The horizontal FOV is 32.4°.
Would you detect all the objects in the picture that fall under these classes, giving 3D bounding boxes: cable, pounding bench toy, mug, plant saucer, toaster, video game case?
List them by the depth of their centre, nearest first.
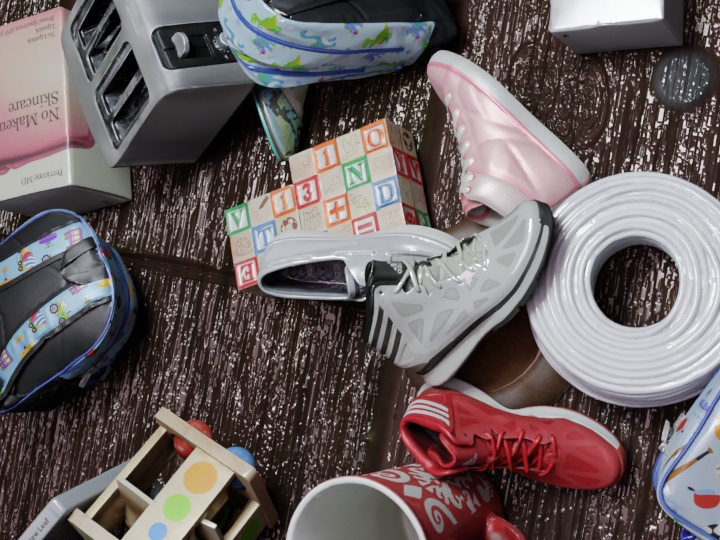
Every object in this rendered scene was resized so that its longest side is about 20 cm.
[{"bbox_3d":[0.239,0.017,1.061,0.200,0.069,0.200,-45,70,5],"label":"cable"},{"bbox_3d":[0.057,0.242,1.068,0.177,0.200,0.134,32,104,23],"label":"mug"},{"bbox_3d":[0.115,0.045,1.160,0.199,0.037,0.202,-3,83,27],"label":"plant saucer"},{"bbox_3d":[-0.167,0.255,1.237,0.124,0.201,0.156,29,65,24],"label":"pounding bench toy"},{"bbox_3d":[-0.309,0.274,1.257,0.022,0.200,0.182,43,104,8],"label":"video game case"},{"bbox_3d":[-0.209,-0.217,1.271,0.200,0.118,0.182,-41,65,48],"label":"toaster"}]

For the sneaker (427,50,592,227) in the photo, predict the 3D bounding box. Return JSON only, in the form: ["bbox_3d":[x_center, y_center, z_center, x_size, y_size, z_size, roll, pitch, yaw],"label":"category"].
[{"bbox_3d":[0.109,-0.113,1.149,0.105,0.075,0.200,-43,70,-3],"label":"sneaker"}]

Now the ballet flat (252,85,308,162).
[{"bbox_3d":[-0.091,-0.209,1.281,0.074,0.074,0.201,-29,75,21],"label":"ballet flat"}]

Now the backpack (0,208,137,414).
[{"bbox_3d":[-0.323,0.038,1.327,0.199,0.134,0.183,-34,70,20],"label":"backpack"}]

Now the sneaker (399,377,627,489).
[{"bbox_3d":[0.125,0.163,1.078,0.198,0.115,0.079,13,112,19],"label":"sneaker"}]

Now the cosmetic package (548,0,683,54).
[{"bbox_3d":[0.233,-0.305,1.114,0.107,0.085,0.202,1,85,28],"label":"cosmetic package"}]

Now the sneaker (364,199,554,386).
[{"bbox_3d":[0.072,0.006,1.064,0.201,0.115,0.076,-54,23,25],"label":"sneaker"}]

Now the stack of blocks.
[{"bbox_3d":[-0.036,-0.058,1.230,0.199,0.058,0.116,-20,72,26],"label":"stack of blocks"}]

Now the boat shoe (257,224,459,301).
[{"bbox_3d":[0.000,0.000,1.140,0.198,0.069,0.072,7,127,12],"label":"boat shoe"}]

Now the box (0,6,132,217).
[{"bbox_3d":[-0.340,-0.170,1.376,0.127,0.109,0.202,-11,79,25],"label":"box"}]

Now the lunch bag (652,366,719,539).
[{"bbox_3d":[0.335,0.169,0.984,0.199,0.076,0.161,31,101,6],"label":"lunch bag"}]

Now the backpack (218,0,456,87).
[{"bbox_3d":[-0.036,-0.253,1.184,0.154,0.199,0.164,-44,66,39],"label":"backpack"}]
